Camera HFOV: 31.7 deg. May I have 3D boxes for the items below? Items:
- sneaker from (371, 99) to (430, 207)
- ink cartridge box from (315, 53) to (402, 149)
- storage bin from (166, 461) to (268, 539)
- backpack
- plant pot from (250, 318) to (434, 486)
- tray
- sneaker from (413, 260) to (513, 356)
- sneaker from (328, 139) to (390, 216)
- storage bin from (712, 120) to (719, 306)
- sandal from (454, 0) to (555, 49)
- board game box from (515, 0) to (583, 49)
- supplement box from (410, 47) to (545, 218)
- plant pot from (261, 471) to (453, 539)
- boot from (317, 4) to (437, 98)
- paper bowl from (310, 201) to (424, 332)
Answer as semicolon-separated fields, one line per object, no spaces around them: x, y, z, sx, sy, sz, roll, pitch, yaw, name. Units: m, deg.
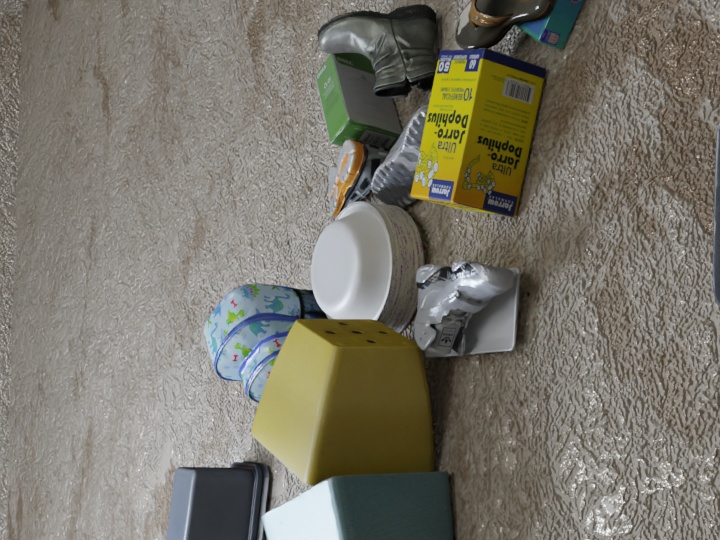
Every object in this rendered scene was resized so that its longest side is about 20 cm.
0.083;-0.172;1.857;0.201;0.074;0.082;-54;3;43;sneaker
-0.008;-0.279;1.988;0.059;0.103;0.202;-48;42;39;ink cartridge box
-0.251;0.417;2.127;0.145;0.133;0.203;-6;74;58;storage bin
-0.133;0.114;1.974;0.184;0.198;0.148;-53;39;35;backpack
-0.017;0.169;1.735;0.199;0.197;0.179;27;113;58;plant pot
0.152;0.060;1.688;0.199;0.022;0.109;-12;70;58;tray
0.130;0.051;1.638;0.199;0.074;0.117;-4;77;64;sneaker
-0.004;-0.137;1.970;0.200;0.076;0.080;128;140;-67;sneaker
0.424;-0.056;1.164;0.145;0.133;0.204;-14;69;57;storage bin
0.180;-0.345;1.657;0.199;0.054;0.083;-7;76;59;sandal
0.252;-0.411;1.653;0.152;0.044;0.202;51;124;52;board game box
0.155;-0.182;1.678;0.108;0.108;0.203;13;92;59;supplement box
0.009;0.392;1.669;0.196;0.193;0.203;-36;59;48;plant pot
0.025;-0.321;1.904;0.197;0.068;0.133;-7;67;19;boot
0.000;0.000;1.870;0.200;0.103;0.204;-12;75;55;paper bowl
